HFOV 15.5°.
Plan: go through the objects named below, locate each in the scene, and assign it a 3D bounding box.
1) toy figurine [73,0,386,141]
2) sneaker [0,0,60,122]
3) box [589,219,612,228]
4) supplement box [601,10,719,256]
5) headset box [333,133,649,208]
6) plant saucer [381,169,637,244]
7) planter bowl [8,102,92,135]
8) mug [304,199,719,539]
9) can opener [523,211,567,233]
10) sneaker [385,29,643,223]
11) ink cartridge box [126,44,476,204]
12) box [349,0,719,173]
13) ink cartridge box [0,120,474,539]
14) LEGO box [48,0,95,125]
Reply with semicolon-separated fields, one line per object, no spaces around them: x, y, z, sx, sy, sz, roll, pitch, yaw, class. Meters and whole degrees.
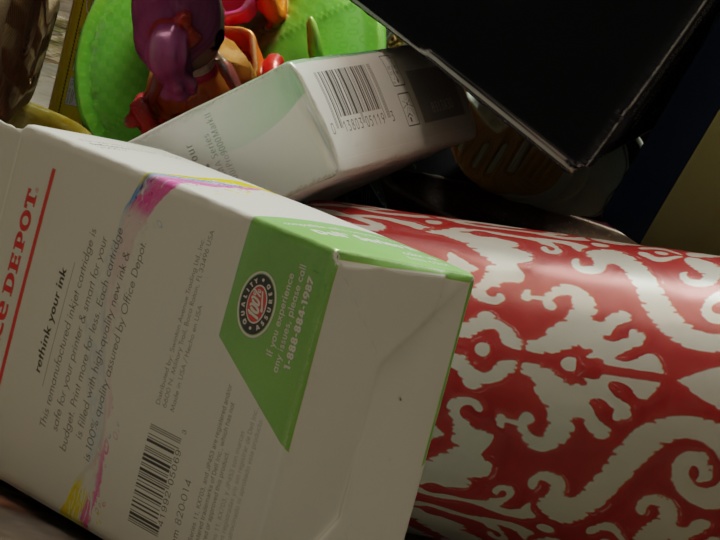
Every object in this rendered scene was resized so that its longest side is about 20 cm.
-0.077;-0.106;1.137;0.149;0.201;0.184;-6;-22;9;toy figurine
-0.194;-0.114;1.149;0.112;0.072;0.200;18;0;-4;sneaker
0.177;0.035;1.310;0.199;0.096;0.100;19;10;28;box
0.239;-0.045;1.044;0.199;0.135;0.200;36;32;11;supplement box
0.076;-0.079;1.342;0.199;0.093;0.174;-27;-18;-11;headset box
0.097;0.008;1.089;0.199;0.037;0.200;19;7;-2;plant saucer
-0.226;-0.045;1.176;0.199;0.084;0.200;15;9;-2;planter bowl
0.066;0.061;0.956;0.199;0.178;0.134;11;51;7;mug
0.000;0.000;1.222;0.199;0.064;0.079;3;-28;25;can opener
0.072;-0.085;1.206;0.087;0.076;0.200;21;29;-32;sneaker
-0.070;-0.027;1.011;0.199;0.050;0.161;-22;0;22;ink cartridge box
0.064;-0.153;1.057;0.200;0.124;0.197;38;16;8;box
-0.066;0.024;0.862;0.067;0.118;0.199;8;11;-45;ink cartridge box
-0.121;-0.111;1.403;0.077;0.201;0.149;13;9;-7;LEGO box
